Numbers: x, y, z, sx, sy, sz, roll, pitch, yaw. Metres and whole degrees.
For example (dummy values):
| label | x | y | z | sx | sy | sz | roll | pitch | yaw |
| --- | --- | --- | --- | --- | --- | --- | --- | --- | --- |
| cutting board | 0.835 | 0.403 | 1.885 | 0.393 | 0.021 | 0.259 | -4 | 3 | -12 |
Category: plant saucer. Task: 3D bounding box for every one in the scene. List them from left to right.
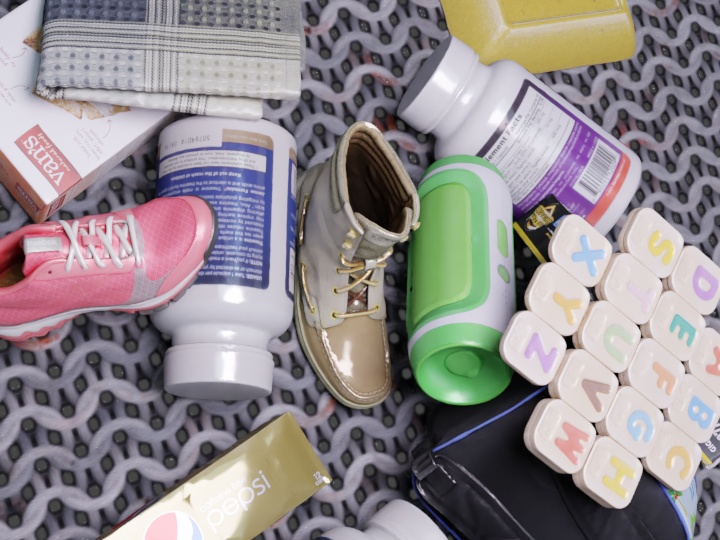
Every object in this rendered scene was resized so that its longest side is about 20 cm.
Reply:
| label | x | y | z | sx | sy | sz | roll | pitch | yaw |
| --- | --- | --- | --- | --- | --- | --- | --- | --- | --- |
| plant saucer | 0.163 | -0.288 | 1.225 | 0.198 | 0.048 | 0.203 | -12 | 82 | -26 |

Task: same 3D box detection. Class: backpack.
| label | x | y | z | sx | sy | sz | roll | pitch | yaw |
| --- | --- | --- | --- | --- | --- | --- | --- | --- | --- |
| backpack | 0.164 | 0.160 | 1.032 | 0.201 | 0.182 | 0.147 | 51 | 28 | -11 |

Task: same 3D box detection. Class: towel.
| label | x | y | z | sx | sy | sz | roll | pitch | yaw |
| --- | --- | --- | --- | --- | --- | --- | --- | --- | --- |
| towel | -0.139 | -0.203 | 1.003 | 0.197 | 0.035 | 0.195 | 2 | 60 | -7 |

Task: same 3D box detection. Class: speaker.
| label | x | y | z | sx | sy | sz | roll | pitch | yaw |
| --- | --- | --- | --- | --- | --- | --- | --- | --- | --- |
| speaker | 0.080 | 0.004 | 1.027 | 0.087 | 0.089 | 0.202 | 20 | 44 | -17 |

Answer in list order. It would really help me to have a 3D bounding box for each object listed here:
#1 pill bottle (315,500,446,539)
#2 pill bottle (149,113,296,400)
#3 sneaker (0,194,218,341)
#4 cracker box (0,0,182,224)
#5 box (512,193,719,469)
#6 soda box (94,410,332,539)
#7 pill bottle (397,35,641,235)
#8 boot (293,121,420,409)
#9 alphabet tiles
| label | x | y | z | sx | sy | sz | roll | pitch | yaw |
| --- | --- | --- | --- | --- | --- | --- | --- | --- | --- |
| pill bottle | -0.022 | 0.261 | 0.961 | 0.199 | 0.111 | 0.112 | -36 | 92 | -26 |
| pill bottle | -0.105 | -0.007 | 1.004 | 0.110 | 0.111 | 0.203 | 7 | 74 | -21 |
| sneaker | -0.196 | -0.005 | 0.928 | 0.198 | 0.087 | 0.075 | -20 | 68 | 10 |
| cracker box | -0.215 | -0.151 | 1.024 | 0.200 | 0.058 | 0.134 | -42 | 94 | -25 |
| box | 0.211 | 0.043 | 1.045 | 0.049 | 0.160 | 0.200 | -39 | 109 | 8 |
| soda box | -0.121 | 0.186 | 0.971 | 0.199 | 0.068 | 0.064 | -33 | 90 | -26 |
| pill bottle | 0.133 | -0.109 | 1.131 | 0.199 | 0.111 | 0.112 | 35 | 66 | -11 |
| boot | 0.000 | 0.000 | 1.021 | 0.071 | 0.155 | 0.203 | -10 | 80 | -24 |
| alphabet tiles | 0.191 | 0.060 | 0.934 | 0.195 | 0.015 | 0.201 | 37 | 70 | -22 |
